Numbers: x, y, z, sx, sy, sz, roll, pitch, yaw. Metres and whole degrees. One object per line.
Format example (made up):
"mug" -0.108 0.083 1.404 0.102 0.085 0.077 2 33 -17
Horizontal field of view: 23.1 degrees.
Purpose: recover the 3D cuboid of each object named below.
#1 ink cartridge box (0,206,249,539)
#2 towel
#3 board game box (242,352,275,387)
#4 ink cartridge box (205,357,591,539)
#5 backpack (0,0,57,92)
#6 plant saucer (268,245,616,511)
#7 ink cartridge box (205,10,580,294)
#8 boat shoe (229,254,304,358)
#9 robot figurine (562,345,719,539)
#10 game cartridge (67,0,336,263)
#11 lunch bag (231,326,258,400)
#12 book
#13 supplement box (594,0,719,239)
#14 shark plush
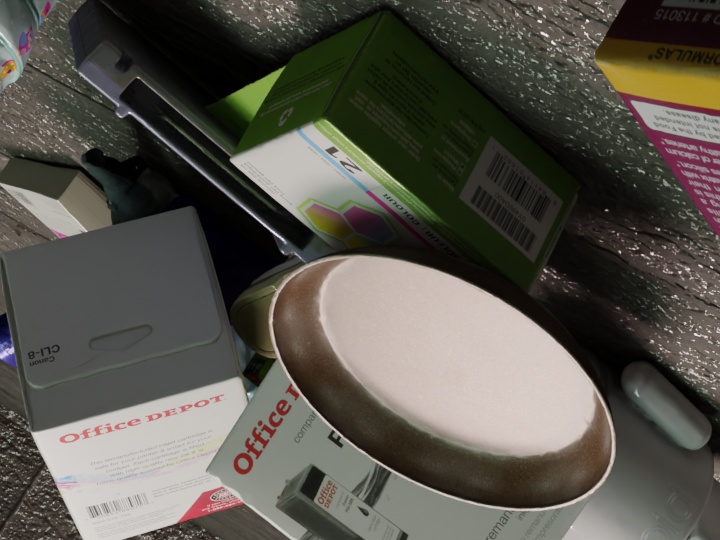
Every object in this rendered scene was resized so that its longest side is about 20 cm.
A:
"ink cartridge box" -0.157 0.078 1.243 0.200 0.144 0.146 86 168 -60
"towel" -0.169 0.022 1.343 0.148 0.199 0.050 35 -150 -56
"board game box" 0.004 0.052 1.232 0.048 0.102 0.199 39 163 -26
"ink cartridge box" 0.029 0.116 1.056 0.199 0.147 0.083 35 -166 9
"backpack" -0.271 -0.183 1.027 0.166 0.127 0.200 16 161 36
"plant saucer" 0.046 0.053 0.933 0.199 0.032 0.201 20 143 15
"ink cartridge box" -0.002 -0.042 0.958 0.148 0.076 0.199 39 152 -20
"boat shoe" 0.000 0.000 1.144 0.199 0.068 0.075 -14 117 41
"robot figurine" 0.149 0.123 1.141 0.199 0.113 0.170 36 123 -14
"game cartridge" -0.094 -0.081 1.070 0.200 0.038 0.130 40 -176 -22
"lunch bag" -0.101 0.079 1.485 0.199 0.123 0.170 12 155 39
"book" -0.223 -0.019 1.567 0.200 0.048 0.133 45 162 -33
"supplement box" 0.192 -0.041 0.595 0.130 0.104 0.200 15 155 46
"shark plush" -0.168 -0.031 1.344 0.091 0.084 0.200 34 164 9
